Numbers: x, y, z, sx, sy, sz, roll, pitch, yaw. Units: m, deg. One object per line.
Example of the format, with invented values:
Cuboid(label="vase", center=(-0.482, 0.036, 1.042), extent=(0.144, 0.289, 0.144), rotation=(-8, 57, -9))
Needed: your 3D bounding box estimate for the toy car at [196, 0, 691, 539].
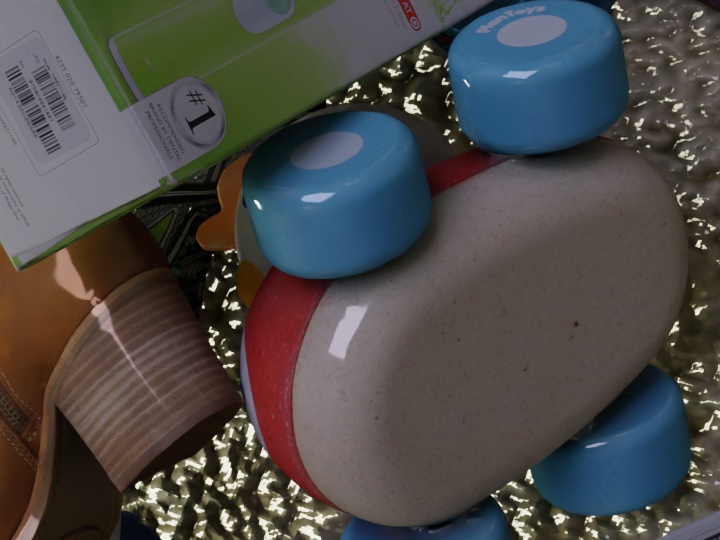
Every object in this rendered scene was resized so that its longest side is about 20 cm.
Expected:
Cuboid(label="toy car", center=(0.000, 0.000, 0.934), extent=(0.176, 0.185, 0.200), rotation=(-31, 33, -28))

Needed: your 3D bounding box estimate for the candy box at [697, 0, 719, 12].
Cuboid(label="candy box", center=(0.191, -0.185, 0.968), extent=(0.116, 0.056, 0.201), rotation=(32, 92, 33))

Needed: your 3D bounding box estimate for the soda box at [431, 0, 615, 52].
Cuboid(label="soda box", center=(0.089, -0.177, 1.018), extent=(0.068, 0.064, 0.201), rotation=(26, 88, 33))

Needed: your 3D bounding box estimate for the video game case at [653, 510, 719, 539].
Cuboid(label="video game case", center=(0.103, 0.181, 0.840), extent=(0.199, 0.024, 0.182), rotation=(-20, 55, -27))

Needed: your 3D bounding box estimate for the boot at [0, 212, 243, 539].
Cuboid(label="boot", center=(-0.142, 0.036, 0.912), extent=(0.200, 0.074, 0.155), rotation=(-42, 77, 27))

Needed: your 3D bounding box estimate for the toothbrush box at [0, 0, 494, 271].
Cuboid(label="toothbrush box", center=(-0.063, -0.111, 0.846), extent=(0.086, 0.200, 0.146), rotation=(-25, 95, 40))

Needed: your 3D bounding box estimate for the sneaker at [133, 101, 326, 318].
Cuboid(label="sneaker", center=(-0.082, -0.008, 1.062), extent=(0.200, 0.078, 0.085), rotation=(-44, 64, 21))

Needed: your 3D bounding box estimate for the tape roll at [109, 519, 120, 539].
Cuboid(label="tape roll", center=(-0.183, 0.109, 1.024), extent=(0.202, 0.037, 0.204), rotation=(-13, 66, 32))

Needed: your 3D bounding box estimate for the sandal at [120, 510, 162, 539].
Cuboid(label="sandal", center=(-0.058, 0.148, 0.989), extent=(0.199, 0.079, 0.088), rotation=(11, 76, 30))
